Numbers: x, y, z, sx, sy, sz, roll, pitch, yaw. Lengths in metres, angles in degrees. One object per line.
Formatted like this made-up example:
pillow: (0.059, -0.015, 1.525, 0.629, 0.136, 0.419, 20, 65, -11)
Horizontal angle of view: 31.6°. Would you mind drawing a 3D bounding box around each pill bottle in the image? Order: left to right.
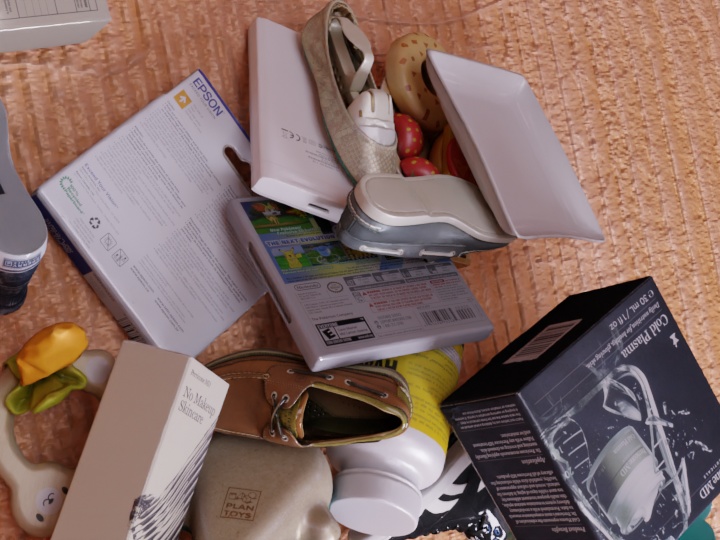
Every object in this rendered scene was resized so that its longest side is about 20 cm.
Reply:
pill bottle: (0.029, 0.132, 1.161, 0.110, 0.111, 0.202, 29, 55, -25)

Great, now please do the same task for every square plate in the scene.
square plate: (0.147, -0.112, 1.231, 0.197, 0.028, 0.202, 1, 61, -56)

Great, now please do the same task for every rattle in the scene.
rattle: (-0.226, 0.154, 0.996, 0.129, 0.142, 0.203, 11, 73, -36)

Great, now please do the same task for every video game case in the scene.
video game case: (0.000, 0.000, 1.137, 0.198, 0.022, 0.183, -7, 53, -36)

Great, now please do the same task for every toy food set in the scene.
toy food set: (0.094, -0.125, 1.257, 0.197, 0.048, 0.203, 28, 49, -32)

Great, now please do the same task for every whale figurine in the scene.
whale figurine: (-0.094, 0.223, 1.061, 0.156, 0.105, 0.201, 5, 37, 7)

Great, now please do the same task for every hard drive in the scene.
hard drive: (-0.043, -0.136, 1.183, 0.130, 0.027, 0.202, 19, 48, -28)

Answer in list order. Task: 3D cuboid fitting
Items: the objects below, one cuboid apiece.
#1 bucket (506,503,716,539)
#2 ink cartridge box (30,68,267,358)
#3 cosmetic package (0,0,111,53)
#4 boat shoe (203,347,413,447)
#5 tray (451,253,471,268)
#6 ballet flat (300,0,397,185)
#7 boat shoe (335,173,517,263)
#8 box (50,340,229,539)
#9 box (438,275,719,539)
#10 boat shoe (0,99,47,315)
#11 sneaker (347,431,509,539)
bucket: (0.244, 0.263, 1.284, 0.204, 0.134, 0.211, 6, 80, -32)
ink cartridge box: (-0.161, -0.043, 1.131, 0.200, 0.043, 0.197, -43, 103, -32)
cosmetic package: (-0.317, -0.234, 1.043, 0.198, 0.073, 0.105, -13, 88, -34)
boat shoe: (-0.055, 0.109, 1.056, 0.196, 0.068, 0.073, -3, 106, 1)
tray: (0.024, -0.071, 1.260, 0.198, 0.037, 0.100, 14, 74, -31)
ballet flat: (-0.006, -0.163, 1.167, 0.067, 0.062, 0.202, 0, 58, -41)
boat shoe: (0.061, -0.042, 1.148, 0.198, 0.062, 0.073, 5, 46, -42)
box: (-0.176, 0.165, 0.996, 0.082, 0.067, 0.203, 46, 58, -62)
box: (0.210, 0.145, 1.136, 0.199, 0.123, 0.198, -35, 100, -32)
boat shoe: (-0.313, -0.064, 1.024, 0.070, 0.091, 0.202, -10, 60, -34)
sneaker: (0.085, 0.241, 1.222, 0.199, 0.073, 0.113, -35, 104, -31)
